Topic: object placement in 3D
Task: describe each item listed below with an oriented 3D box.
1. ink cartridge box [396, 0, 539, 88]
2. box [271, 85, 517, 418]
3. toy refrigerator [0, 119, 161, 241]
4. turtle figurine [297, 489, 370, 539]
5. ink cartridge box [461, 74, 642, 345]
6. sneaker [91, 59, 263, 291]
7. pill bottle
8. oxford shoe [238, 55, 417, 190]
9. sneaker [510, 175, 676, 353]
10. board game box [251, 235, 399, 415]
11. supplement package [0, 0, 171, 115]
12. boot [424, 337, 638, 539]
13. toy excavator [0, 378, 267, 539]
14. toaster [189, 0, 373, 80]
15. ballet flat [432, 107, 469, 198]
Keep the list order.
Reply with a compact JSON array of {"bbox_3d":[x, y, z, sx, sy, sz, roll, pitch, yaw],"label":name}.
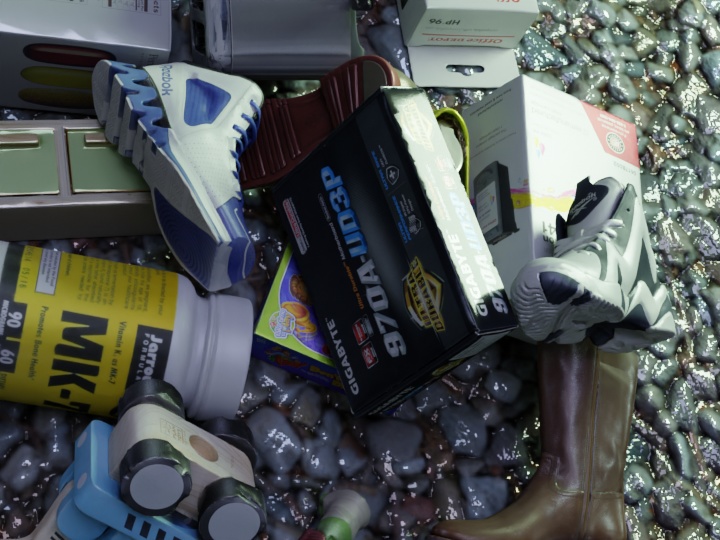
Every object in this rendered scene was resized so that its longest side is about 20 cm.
[{"bbox_3d":[0.094,-0.273,1.286,0.115,0.068,0.202,-2,68,-18],"label":"ink cartridge box"},{"bbox_3d":[0.021,-0.012,1.042,0.046,0.159,0.202,-6,68,-41],"label":"box"},{"bbox_3d":[-0.215,-0.074,1.098,0.198,0.070,0.077,-3,68,-18],"label":"toy refrigerator"},{"bbox_3d":[-0.057,0.261,1.000,0.143,0.202,0.194,26,36,22],"label":"turtle figurine"},{"bbox_3d":[0.166,-0.044,1.177,0.147,0.085,0.202,17,59,-34],"label":"ink cartridge box"},{"bbox_3d":[-0.112,-0.093,1.051,0.114,0.081,0.200,-19,64,-28],"label":"sneaker"},{"bbox_3d":[-0.185,0.050,1.027,0.198,0.114,0.115,10,64,-13],"label":"pill bottle"},{"bbox_3d":[-0.039,-0.107,1.129,0.075,0.199,0.071,14,62,-56],"label":"oxford shoe"},{"bbox_3d":[0.166,-0.016,1.045,0.198,0.079,0.131,12,60,-46],"label":"sneaker"},{"bbox_3d":[0.000,0.000,1.148,0.133,0.045,0.201,23,62,-7],"label":"board game box"},{"bbox_3d":[-0.257,-0.203,1.116,0.198,0.114,0.111,4,65,-15],"label":"supplement package"},{"bbox_3d":[0.140,0.134,1.101,0.185,0.064,0.202,12,79,-28],"label":"boot"},{"bbox_3d":[-0.189,0.175,0.966,0.194,0.200,0.100,32,17,-25],"label":"toy excavator"},{"bbox_3d":[-0.072,-0.212,1.145,0.128,0.200,0.115,-5,105,-12],"label":"toaster"},{"bbox_3d":[0.061,-0.043,1.123,0.066,0.067,0.202,11,65,-14],"label":"ballet flat"}]
